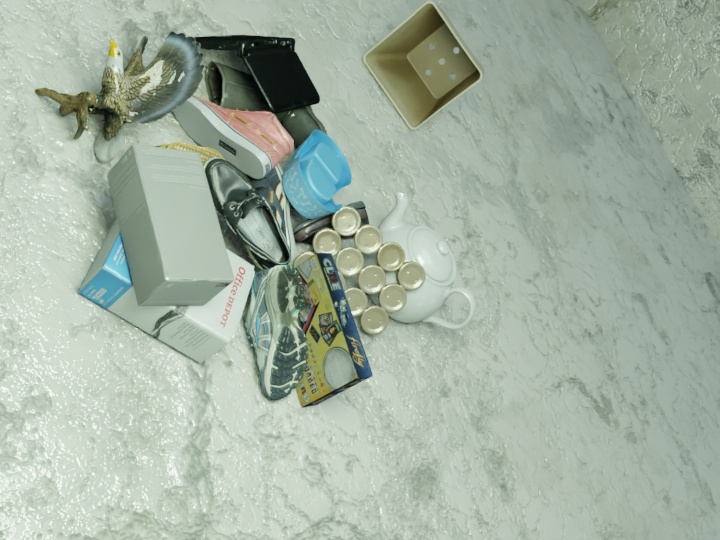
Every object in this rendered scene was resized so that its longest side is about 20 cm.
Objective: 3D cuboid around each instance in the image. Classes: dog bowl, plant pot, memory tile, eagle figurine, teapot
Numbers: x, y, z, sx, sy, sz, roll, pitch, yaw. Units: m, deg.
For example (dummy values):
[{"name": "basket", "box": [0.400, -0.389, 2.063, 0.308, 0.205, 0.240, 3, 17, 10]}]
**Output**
[{"name": "dog bowl", "box": [-0.075, -0.159, 1.364, 0.112, 0.050, 0.200, 51, 27, -21]}, {"name": "plant pot", "box": [0.161, -0.462, 1.811, 0.200, 0.200, 0.177, 55, 27, -2]}, {"name": "memory tile", "box": [0.000, 0.000, 1.370, 0.200, 0.153, 0.017, 39, -2, -13]}, {"name": "eagle figurine", "box": [-0.338, -0.270, 1.180, 0.152, 0.151, 0.200, 49, 46, 7]}, {"name": "teapot", "box": [0.106, -0.006, 1.469, 0.200, 0.146, 0.198, 27, 48, -33]}]

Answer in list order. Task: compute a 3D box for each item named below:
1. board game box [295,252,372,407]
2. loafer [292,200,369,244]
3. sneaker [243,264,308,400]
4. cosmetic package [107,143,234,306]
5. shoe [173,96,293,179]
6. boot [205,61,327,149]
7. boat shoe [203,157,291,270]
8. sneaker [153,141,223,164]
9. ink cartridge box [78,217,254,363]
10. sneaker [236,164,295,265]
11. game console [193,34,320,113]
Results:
[{"name": "board game box", "box": [-0.067, 0.091, 1.232, 0.035, 0.135, 0.201, -1, 66, -46]}, {"name": "loafer", "box": [-0.043, -0.074, 1.424, 0.200, 0.072, 0.063, -26, 89, -54]}, {"name": "sneaker", "box": [-0.132, 0.093, 1.216, 0.078, 0.086, 0.201, 8, 82, -51]}, {"name": "cosmetic package", "box": [-0.249, -0.057, 1.053, 0.107, 0.090, 0.201, 4, 64, -44]}, {"name": "shoe", "box": [-0.206, -0.234, 1.318, 0.200, 0.072, 0.091, 36, 51, 9]}, {"name": "boot", "box": [-0.166, -0.281, 1.431, 0.200, 0.073, 0.182, 9, 44, -50]}, {"name": "boat shoe", "box": [-0.166, -0.083, 1.211, 0.074, 0.066, 0.200, -33, 107, -24]}, {"name": "sneaker", "box": [-0.276, -0.152, 1.232, 0.200, 0.090, 0.075, 17, 67, -71]}, {"name": "ink cartridge box", "box": [-0.262, 0.013, 1.122, 0.200, 0.084, 0.145, 35, 43, -23]}, {"name": "sneaker", "box": [-0.162, -0.104, 1.309, 0.079, 0.078, 0.201, 8, 60, -49]}, {"name": "game console", "box": [-0.185, -0.351, 1.423, 0.200, 0.175, 0.117, -38, 134, -63]}]
